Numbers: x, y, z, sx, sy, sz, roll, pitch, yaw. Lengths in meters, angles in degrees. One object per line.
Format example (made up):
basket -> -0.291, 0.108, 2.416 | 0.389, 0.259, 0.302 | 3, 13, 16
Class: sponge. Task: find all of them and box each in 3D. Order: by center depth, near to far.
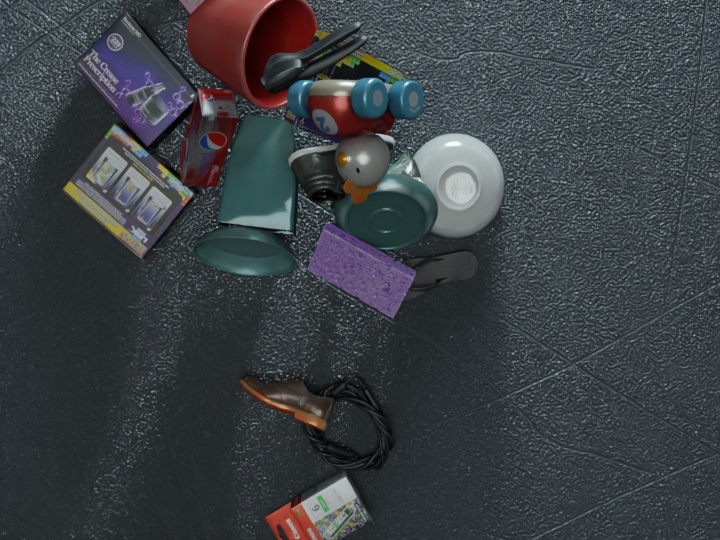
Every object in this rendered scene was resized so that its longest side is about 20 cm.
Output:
sponge -> 0.000, 0.000, 1.585 | 0.197, 0.030, 0.112 | 29, 130, 1

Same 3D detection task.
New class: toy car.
toy car -> -0.009, -0.211, 1.367 | 0.182, 0.175, 0.205 | 9, 103, 42

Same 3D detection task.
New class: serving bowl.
serving bowl -> 0.185, -0.161, 1.587 | 0.195, 0.066, 0.205 | 0, 98, -2

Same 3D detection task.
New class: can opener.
can opener -> -0.079, -0.354, 1.395 | 0.197, 0.079, 0.064 | -26, 139, -1

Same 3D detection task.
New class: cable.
cable -> -0.023, 0.323, 1.653 | 0.161, 0.051, 0.202 | -31, 98, 3

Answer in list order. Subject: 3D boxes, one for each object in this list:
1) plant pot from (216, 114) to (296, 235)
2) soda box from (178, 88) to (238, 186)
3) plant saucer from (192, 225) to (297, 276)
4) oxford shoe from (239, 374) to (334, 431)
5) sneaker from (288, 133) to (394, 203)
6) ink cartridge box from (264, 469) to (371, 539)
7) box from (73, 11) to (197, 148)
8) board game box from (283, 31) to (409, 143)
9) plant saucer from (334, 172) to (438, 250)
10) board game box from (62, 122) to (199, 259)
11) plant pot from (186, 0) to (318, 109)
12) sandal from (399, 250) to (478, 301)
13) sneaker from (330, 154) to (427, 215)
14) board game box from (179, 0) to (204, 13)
plant pot -> -0.181, -0.178, 1.540 | 0.138, 0.141, 0.205 | 6, 89, -3
soda box -> -0.277, -0.236, 1.496 | 0.069, 0.201, 0.064 | -2, 59, -25
plant saucer -> -0.214, -0.040, 1.542 | 0.195, 0.201, 0.037 | 6, 70, -2
oxford shoe -> -0.144, 0.244, 1.630 | 0.197, 0.071, 0.074 | 24, 77, 9
sneaker -> -0.022, -0.176, 1.467 | 0.196, 0.071, 0.101 | -15, 71, -13
ink cartridge box -> -0.087, 0.503, 1.674 | 0.198, 0.050, 0.110 | -30, 97, 2
box -> -0.410, -0.352, 1.541 | 0.141, 0.079, 0.200 | -42, 97, 1
board game box -> -0.023, -0.316, 1.510 | 0.197, 0.056, 0.168 | 17, 97, -37
plant saucer -> 0.048, -0.100, 1.546 | 0.195, 0.028, 0.202 | 0, 140, 0
board game box -> -0.436, -0.151, 1.576 | 0.199, 0.057, 0.166 | 42, 97, -7
plant pot -> -0.201, -0.407, 1.470 | 0.175, 0.199, 0.204 | 26, 98, 30
sandal -> 0.135, 0.005, 1.618 | 0.196, 0.043, 0.078 | -19, 98, 1
sneaker -> 0.031, -0.158, 1.580 | 0.196, 0.077, 0.093 | -17, 67, 18
board game box -> -0.276, -0.585, 1.471 | 0.198, 0.043, 0.201 | -40, 56, 5
